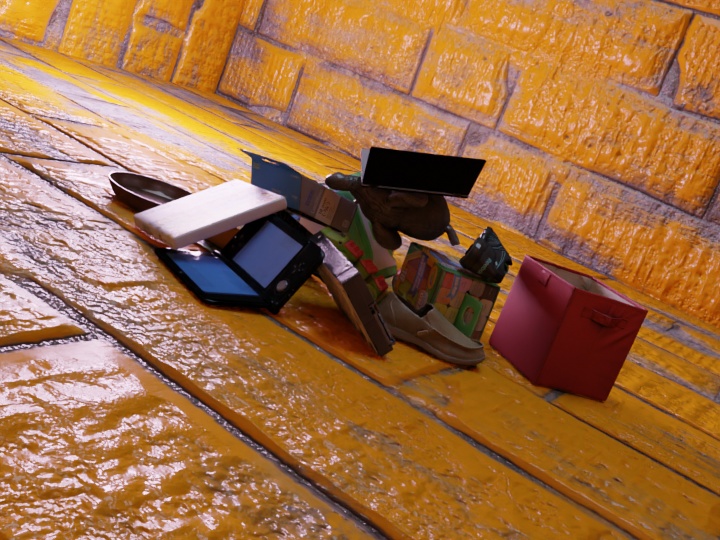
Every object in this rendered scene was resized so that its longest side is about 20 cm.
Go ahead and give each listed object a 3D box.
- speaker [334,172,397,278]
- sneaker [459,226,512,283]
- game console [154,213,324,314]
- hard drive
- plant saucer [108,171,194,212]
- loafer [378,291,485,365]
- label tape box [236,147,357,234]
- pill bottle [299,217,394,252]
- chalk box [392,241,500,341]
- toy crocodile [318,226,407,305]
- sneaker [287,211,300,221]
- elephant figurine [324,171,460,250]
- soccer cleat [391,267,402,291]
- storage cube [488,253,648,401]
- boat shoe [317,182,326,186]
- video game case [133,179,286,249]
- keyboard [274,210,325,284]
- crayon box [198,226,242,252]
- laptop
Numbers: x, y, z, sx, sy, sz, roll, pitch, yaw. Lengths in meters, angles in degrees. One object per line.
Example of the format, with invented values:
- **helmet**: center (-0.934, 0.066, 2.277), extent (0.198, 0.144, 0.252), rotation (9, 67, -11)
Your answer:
- **speaker**: center (0.004, -0.078, 1.616), extent (0.087, 0.203, 0.088), rotation (-18, -4, -1)
- **sneaker**: center (0.225, -0.020, 1.509), extent (0.079, 0.076, 0.200), rotation (37, 20, 5)
- **game console**: center (-0.182, -0.027, 1.283), extent (0.199, 0.176, 0.117), rotation (36, -10, 47)
- **hard drive**: center (-0.019, 0.033, 1.301), extent (0.141, 0.038, 0.200), rotation (63, -8, -28)
- **plant saucer**: center (-0.370, -0.130, 1.574), extent (0.198, 0.035, 0.200), rotation (21, 13, -5)
- **loafer**: center (0.115, 0.094, 1.380), extent (0.197, 0.068, 0.076), rotation (21, 12, -4)
- **label tape box**: center (-0.121, -0.139, 1.522), extent (0.143, 0.064, 0.199), rotation (22, -1, 42)
- **pill bottle**: center (-0.025, -0.072, 1.736), extent (0.113, 0.115, 0.199), rotation (31, 15, 39)
- **chalk box**: center (0.151, 0.050, 1.495), extent (0.122, 0.126, 0.200), rotation (17, 12, -22)
- **toy crocodile**: center (0.000, 0.000, 1.494), extent (0.201, 0.062, 0.067), rotation (50, 23, 8)
- **sneaker**: center (-0.095, -0.144, 1.769), extent (0.071, 0.197, 0.084), rotation (69, -1, -65)
- **elephant figurine**: center (0.057, -0.107, 1.504), extent (0.154, 0.144, 0.198), rotation (0, 6, 42)
- **soccer cleat**: center (0.150, 0.058, 1.642), extent (0.198, 0.067, 0.077), rotation (26, 43, -8)
- **storage cube**: center (0.362, 0.101, 1.516), extent (0.169, 0.182, 0.200), rotation (16, 14, -25)
- **boat shoe**: center (-0.128, -0.151, 1.849), extent (0.197, 0.074, 0.062), rotation (-8, 27, 10)
- **video game case**: center (-0.245, -0.094, 1.383), extent (0.198, 0.023, 0.181), rotation (-23, 26, -27)
- **keyboard**: center (-0.078, -0.027, 1.506), extent (0.199, 0.021, 0.128), rotation (40, 25, -15)
- **crayon box**: center (-0.183, -0.048, 1.505), extent (0.125, 0.052, 0.199), rotation (29, 15, 29)
- **laptop**: center (0.099, -0.193, 1.435), extent (0.184, 0.117, 0.201), rotation (6, 36, -5)
